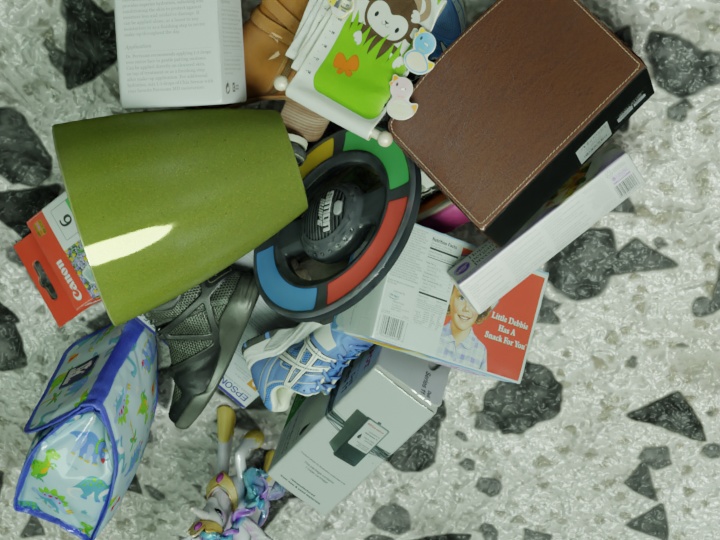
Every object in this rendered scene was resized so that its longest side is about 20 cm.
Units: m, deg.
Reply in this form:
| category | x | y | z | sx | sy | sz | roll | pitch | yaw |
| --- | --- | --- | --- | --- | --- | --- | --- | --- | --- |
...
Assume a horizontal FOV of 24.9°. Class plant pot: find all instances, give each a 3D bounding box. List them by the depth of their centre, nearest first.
| category | x | y | z | sx | sy | sz | roll | pitch | yaw |
| --- | --- | --- | --- | --- | --- | --- | --- | --- | --- |
| plant pot | -0.154 | -0.069 | 1.472 | 0.198 | 0.188 | 0.189 | -17 | 122 | -5 |

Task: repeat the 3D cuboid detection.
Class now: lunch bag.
| category | x | y | z | sx | sy | sz | roll | pitch | yaw |
| --- | --- | --- | --- | --- | --- | --- | --- | --- | --- |
| lunch bag | -0.286 | 0.160 | 1.765 | 0.126 | 0.171 | 0.201 | 24 | 127 | -5 |

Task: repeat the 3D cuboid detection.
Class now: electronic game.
| category | x | y | z | sx | sy | sz | roll | pitch | yaw |
| --- | --- | --- | --- | --- | --- | --- | --- | --- | --- |
| electronic game | -0.024 | -0.045 | 1.511 | 0.199 | 0.201 | 0.042 | -29 | 136 | 29 |

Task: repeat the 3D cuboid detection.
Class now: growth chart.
| category | x | y | z | sx | sy | sz | roll | pitch | yaw |
| --- | --- | --- | --- | --- | --- | --- | --- | --- | --- |
| growth chart | 0.006 | -0.221 | 1.438 | 0.144 | 0.018 | 0.202 | 20 | 93 | 20 |

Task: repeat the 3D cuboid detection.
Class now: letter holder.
| category | x | y | z | sx | sy | sz | roll | pitch | yaw |
| --- | --- | --- | --- | --- | --- | --- | --- | --- | --- |
| letter holder | 0.139 | -0.146 | 1.452 | 0.200 | 0.101 | 0.142 | -45 | 75 | 5 |

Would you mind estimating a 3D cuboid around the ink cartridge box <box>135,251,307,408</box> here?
| category | x | y | z | sx | sy | sz | roll | pitch | yaw |
| --- | --- | --- | --- | --- | --- | --- | --- | --- | --- |
| ink cartridge box | -0.129 | 0.026 | 1.713 | 0.199 | 0.041 | 0.200 | 41 | 124 | -16 |

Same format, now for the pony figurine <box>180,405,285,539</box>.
| category | x | y | z | sx | sy | sz | roll | pitch | yaw |
| --- | --- | --- | --- | --- | --- | --- | --- | --- | --- |
| pony figurine | -0.138 | 0.278 | 1.791 | 0.165 | 0.201 | 0.195 | -4 | 123 | 15 |

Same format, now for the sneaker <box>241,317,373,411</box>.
| category | x | y | z | sx | sy | sz | roll | pitch | yaw |
| --- | --- | --- | --- | --- | --- | --- | --- | --- | --- |
| sneaker | -0.032 | 0.083 | 1.639 | 0.199 | 0.075 | 0.078 | -25 | 73 | 39 |

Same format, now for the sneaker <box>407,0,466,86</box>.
| category | x | y | z | sx | sy | sz | roll | pitch | yaw |
| --- | --- | --- | --- | --- | --- | --- | --- | --- | --- |
| sneaker | 0.063 | -0.188 | 1.487 | 0.078 | 0.089 | 0.201 | -14 | 117 | 22 |

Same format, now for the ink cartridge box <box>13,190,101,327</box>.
| category | x | y | z | sx | sy | sz | roll | pitch | yaw |
| --- | --- | --- | --- | --- | --- | --- | --- | --- | --- |
| ink cartridge box | -0.285 | -0.025 | 1.688 | 0.199 | 0.050 | 0.110 | -33 | 87 | 29 |

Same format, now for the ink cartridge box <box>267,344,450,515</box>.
| category | x | y | z | sx | sy | sz | roll | pitch | yaw |
| --- | --- | --- | --- | --- | --- | --- | --- | --- | --- |
| ink cartridge box | 0.004 | 0.135 | 1.692 | 0.083 | 0.147 | 0.200 | 37 | 124 | -11 |

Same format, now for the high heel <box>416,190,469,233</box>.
| category | x | y | z | sx | sy | sz | roll | pitch | yaw |
| --- | --- | --- | --- | --- | --- | --- | --- | --- | --- |
| high heel | 0.137 | -0.054 | 1.580 | 0.199 | 0.067 | 0.096 | -29 | 109 | 17 |

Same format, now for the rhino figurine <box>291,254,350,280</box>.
| category | x | y | z | sx | sy | sz | roll | pitch | yaw |
| --- | --- | --- | --- | --- | --- | --- | --- | --- | --- |
| rhino figurine | 0.000 | 0.000 | 1.620 | 0.198 | 0.060 | 0.088 | -6 | 157 | -7 |

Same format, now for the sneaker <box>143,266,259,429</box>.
| category | x | y | z | sx | sy | sz | roll | pitch | yaw |
| --- | --- | --- | --- | --- | --- | --- | --- | --- | --- |
| sneaker | -0.182 | 0.069 | 1.687 | 0.113 | 0.076 | 0.201 | 23 | 124 | 0 |

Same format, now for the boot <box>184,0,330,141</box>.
| category | x | y | z | sx | sy | sz | roll | pitch | yaw |
| --- | --- | --- | --- | --- | --- | --- | --- | --- | --- |
| boot | -0.098 | -0.213 | 1.516 | 0.198 | 0.077 | 0.156 | 21 | 128 | -4 |

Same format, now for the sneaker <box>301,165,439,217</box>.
| category | x | y | z | sx | sy | sz | roll | pitch | yaw |
| --- | --- | --- | --- | --- | --- | --- | --- | --- | --- |
| sneaker | -0.002 | -0.095 | 1.597 | 0.199 | 0.077 | 0.089 | -19 | 87 | 27 |

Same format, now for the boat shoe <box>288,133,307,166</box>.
| category | x | y | z | sx | sy | sz | roll | pitch | yaw |
| --- | --- | --- | --- | --- | --- | --- | --- | --- | --- |
| boat shoe | -0.139 | -0.082 | 1.576 | 0.198 | 0.068 | 0.072 | -16 | 160 | 15 |

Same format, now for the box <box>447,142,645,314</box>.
| category | x | y | z | sx | sy | sz | roll | pitch | yaw |
| --- | --- | --- | --- | --- | --- | --- | --- | --- | --- |
| box | 0.172 | -0.040 | 1.510 | 0.200 | 0.039 | 0.042 | -39 | 114 | 1 |

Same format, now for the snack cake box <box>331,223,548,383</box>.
| category | x | y | z | sx | sy | sz | roll | pitch | yaw |
| --- | --- | --- | --- | --- | --- | --- | --- | --- | --- |
| snack cake box | 0.079 | 0.029 | 1.563 | 0.199 | 0.116 | 0.067 | 19 | 172 | -37 |

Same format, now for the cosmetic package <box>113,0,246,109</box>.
| category | x | y | z | sx | sy | sz | roll | pitch | yaw |
| --- | --- | --- | --- | --- | --- | --- | --- | --- | --- |
| cosmetic package | -0.164 | -0.248 | 1.463 | 0.100 | 0.071 | 0.202 | -1 | 97 | 15 |
